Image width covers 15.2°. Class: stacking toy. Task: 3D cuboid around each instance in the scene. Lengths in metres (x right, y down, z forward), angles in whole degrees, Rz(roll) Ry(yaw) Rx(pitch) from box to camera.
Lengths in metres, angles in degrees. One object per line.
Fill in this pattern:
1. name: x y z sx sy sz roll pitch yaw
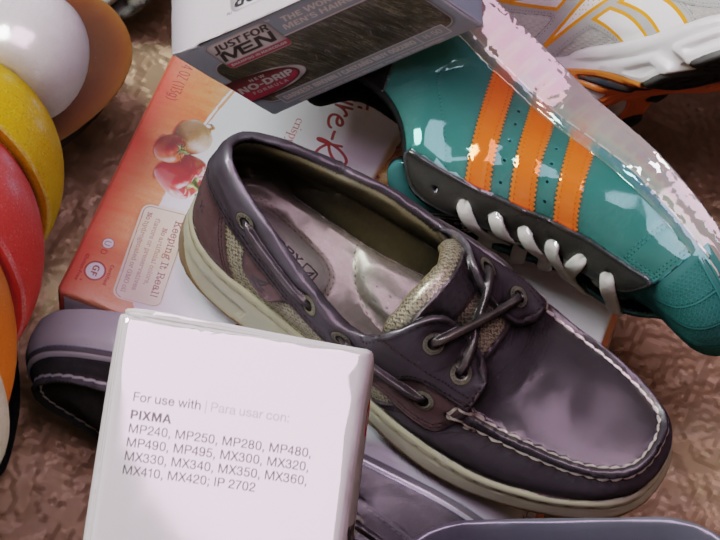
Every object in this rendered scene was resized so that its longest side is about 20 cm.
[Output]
1. stacking toy: -0.152 -0.027 0.944 0.145 0.147 0.200 22 48 8

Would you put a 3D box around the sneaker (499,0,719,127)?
1. sneaker: 0.116 -0.111 1.037 0.075 0.199 0.093 1 78 -51

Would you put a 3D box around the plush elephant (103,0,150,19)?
1. plush elephant: -0.115 -0.192 1.080 0.154 0.200 0.165 26 90 4

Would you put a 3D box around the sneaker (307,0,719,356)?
1. sneaker: 0.060 -0.029 0.993 0.080 0.071 0.200 -43 68 -5

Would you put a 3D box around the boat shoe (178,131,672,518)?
1. boat shoe: 0.023 0.018 0.961 0.199 0.065 0.072 33 63 11

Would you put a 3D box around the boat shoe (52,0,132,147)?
1. boat shoe: -0.177 -0.042 1.035 0.199 0.070 0.071 -29 98 -31

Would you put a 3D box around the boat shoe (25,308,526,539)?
1. boat shoe: -0.037 0.075 0.989 0.199 0.069 0.057 23 61 6

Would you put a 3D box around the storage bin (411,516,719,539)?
1. storage bin: 0.075 0.199 0.886 0.145 0.135 0.201 -1 61 -5

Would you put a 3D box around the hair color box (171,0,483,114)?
1. hair color box: -0.015 -0.170 1.002 0.099 0.061 0.201 -20 58 33

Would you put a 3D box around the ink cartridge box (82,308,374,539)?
1. ink cartridge box: -0.050 0.125 0.878 0.084 0.145 0.201 8 80 0

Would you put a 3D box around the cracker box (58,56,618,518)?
1. cracker box: 0.000 0.000 1.040 0.199 0.058 0.134 20 60 6

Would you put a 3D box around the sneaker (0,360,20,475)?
1. sneaker: -0.173 0.069 0.976 0.086 0.074 0.201 6 60 0
